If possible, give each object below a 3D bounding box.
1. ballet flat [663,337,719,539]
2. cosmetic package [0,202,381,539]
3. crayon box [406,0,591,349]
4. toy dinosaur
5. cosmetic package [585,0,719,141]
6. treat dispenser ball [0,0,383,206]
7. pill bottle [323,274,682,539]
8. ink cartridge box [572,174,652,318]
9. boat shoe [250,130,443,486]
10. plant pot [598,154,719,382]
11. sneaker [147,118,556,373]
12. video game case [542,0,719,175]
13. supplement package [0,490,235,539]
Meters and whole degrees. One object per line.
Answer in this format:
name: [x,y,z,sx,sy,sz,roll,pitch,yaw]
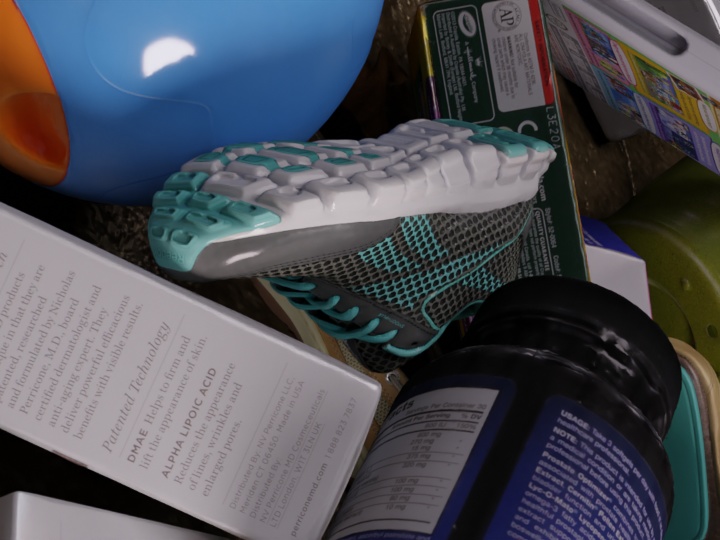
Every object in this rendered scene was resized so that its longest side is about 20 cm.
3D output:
ballet flat: [0.148,0.130,0.937,0.063,0.068,0.201,-6,95,-69]
cosmetic package: [-0.099,0.028,0.743,0.199,0.102,0.074,24,87,-7]
crayon box: [0.066,-0.017,0.948,0.173,0.058,0.201,-30,110,-89]
toy dinosaur: [-0.026,-0.116,0.994,0.200,0.060,0.107,42,46,-25]
cosmetic package: [0.216,-0.147,1.238,0.200,0.101,0.074,-25,91,-49]
treat dispenser ball: [-0.088,-0.126,0.818,0.200,0.200,0.202,24,54,-39]
pill bottle: [0.047,0.099,0.741,0.112,0.112,0.200,48,47,-20]
ink cartridge box: [0.119,0.041,1.010,0.095,0.037,0.201,-111,-170,-77]
boat shoe: [0.000,0.000,0.950,0.072,0.076,0.201,-27,92,-51]
plant pot: [0.210,0.012,1.108,0.192,0.200,0.201,-18,85,-39]
sneaker: [0.003,-0.003,0.783,0.199,0.077,0.092,-9,109,-45]
video game case: [0.121,-0.099,0.964,0.182,0.022,0.200,34,0,16]
supplement package: [-0.077,0.163,0.755,0.199,0.109,0.114,19,57,-41]
